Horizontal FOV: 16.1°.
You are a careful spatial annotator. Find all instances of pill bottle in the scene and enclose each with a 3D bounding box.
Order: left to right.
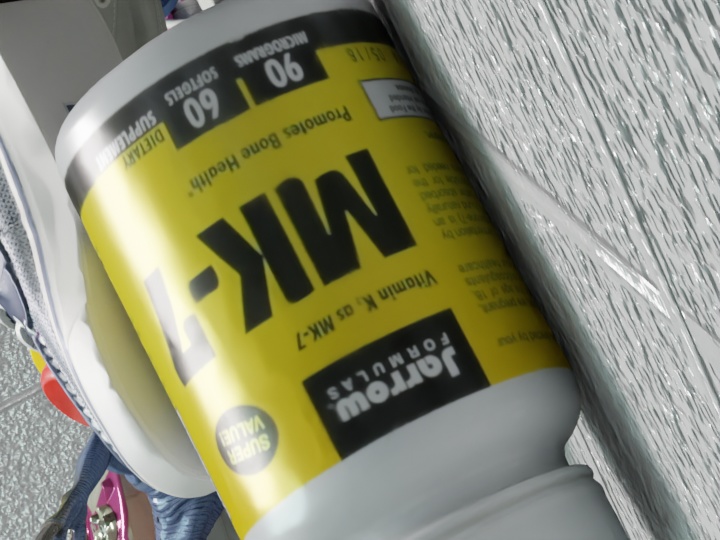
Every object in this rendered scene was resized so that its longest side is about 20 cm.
[{"bbox_3d":[-0.003,0.023,0.779,0.201,0.114,0.114,61,176,14],"label":"pill bottle"}]

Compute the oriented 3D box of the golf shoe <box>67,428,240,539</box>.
[{"bbox_3d":[-0.073,0.047,1.015,0.075,0.091,0.202,-178,85,-65],"label":"golf shoe"}]

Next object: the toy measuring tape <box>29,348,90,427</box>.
[{"bbox_3d":[-0.107,0.052,1.129,0.201,0.073,0.074,89,155,-57],"label":"toy measuring tape"}]

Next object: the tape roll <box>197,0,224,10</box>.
[{"bbox_3d":[-0.070,-0.166,0.975,0.204,0.037,0.203,63,176,8],"label":"tape roll"}]

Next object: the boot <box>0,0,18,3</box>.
[{"bbox_3d":[-0.098,-0.202,0.783,0.186,0.064,0.202,-19,81,52],"label":"boot"}]

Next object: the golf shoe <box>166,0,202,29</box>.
[{"bbox_3d":[-0.071,-0.075,1.103,0.200,0.075,0.092,-106,5,-57],"label":"golf shoe"}]

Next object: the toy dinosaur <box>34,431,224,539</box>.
[{"bbox_3d":[-0.045,0.055,0.944,0.200,0.104,0.183,-70,-11,-55],"label":"toy dinosaur"}]

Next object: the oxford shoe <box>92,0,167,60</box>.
[{"bbox_3d":[-0.110,-0.148,0.909,0.075,0.058,0.201,14,122,49],"label":"oxford shoe"}]

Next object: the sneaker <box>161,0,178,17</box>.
[{"bbox_3d":[-0.132,-0.182,1.107,0.070,0.078,0.201,7,-119,-45],"label":"sneaker"}]

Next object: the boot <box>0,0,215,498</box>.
[{"bbox_3d":[-0.102,-0.001,0.867,0.072,0.090,0.201,-2,-118,-43],"label":"boot"}]
